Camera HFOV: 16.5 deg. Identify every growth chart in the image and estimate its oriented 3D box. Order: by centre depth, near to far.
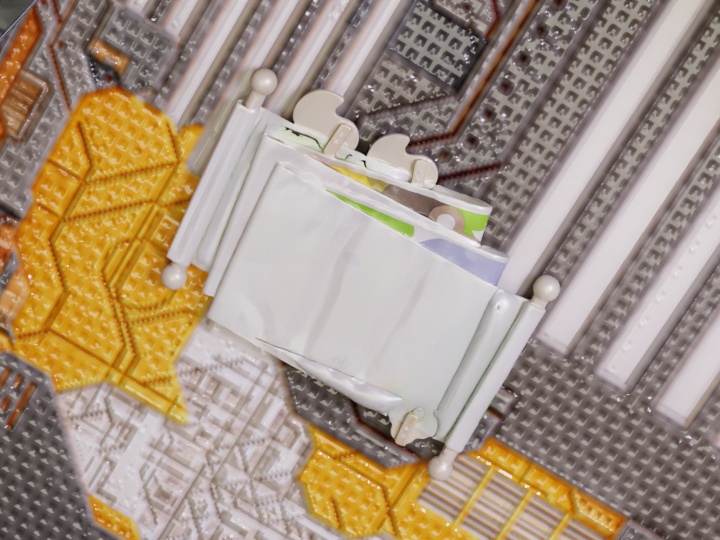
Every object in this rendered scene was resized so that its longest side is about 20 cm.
[{"bbox_3d":[0.000,0.000,1.249,0.199,0.018,0.145,34,108,-6],"label":"growth chart"}]

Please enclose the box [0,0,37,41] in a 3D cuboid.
[{"bbox_3d":[-0.181,-0.216,1.178,0.160,0.049,0.200,42,108,-11],"label":"box"}]
